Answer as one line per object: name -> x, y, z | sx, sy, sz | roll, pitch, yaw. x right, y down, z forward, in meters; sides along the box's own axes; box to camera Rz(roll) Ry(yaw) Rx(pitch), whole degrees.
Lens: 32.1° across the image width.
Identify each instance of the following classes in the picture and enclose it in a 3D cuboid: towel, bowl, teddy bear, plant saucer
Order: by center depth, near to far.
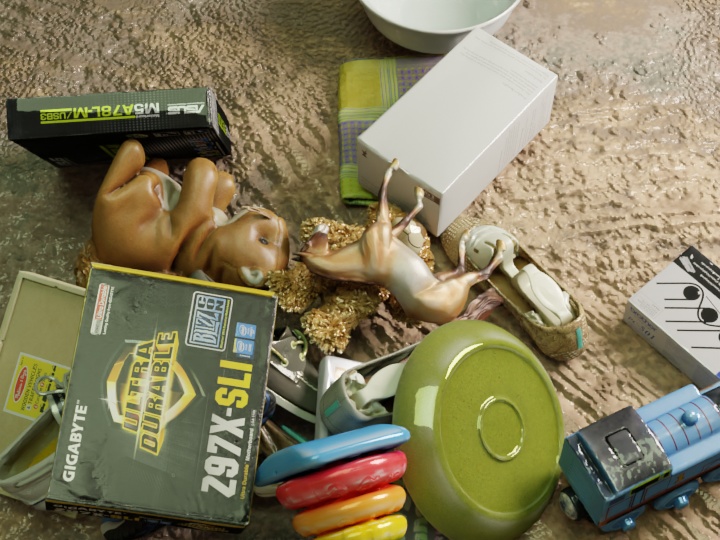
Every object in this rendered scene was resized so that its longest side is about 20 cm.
plant saucer -> 0.114, 0.139, 1.088 | 0.200, 0.031, 0.200 | 10, 73, -36
teddy bear -> 0.000, 0.000, 1.197 | 0.200, 0.067, 0.145 | -17, 58, -31
towel -> 0.046, -0.155, 1.351 | 0.144, 0.023, 0.200 | 0, 58, 1
bowl -> 0.088, -0.310, 1.405 | 0.201, 0.090, 0.201 | -1, 57, 2

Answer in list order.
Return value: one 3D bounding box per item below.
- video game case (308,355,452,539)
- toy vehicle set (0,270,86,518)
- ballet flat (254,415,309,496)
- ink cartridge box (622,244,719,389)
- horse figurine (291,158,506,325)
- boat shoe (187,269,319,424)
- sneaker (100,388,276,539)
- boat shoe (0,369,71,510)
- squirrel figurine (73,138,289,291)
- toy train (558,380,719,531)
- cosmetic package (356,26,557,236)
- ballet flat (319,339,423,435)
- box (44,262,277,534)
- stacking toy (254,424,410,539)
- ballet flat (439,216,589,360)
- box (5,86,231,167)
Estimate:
video game case -> 0.046, 0.183, 1.105 | 0.182, 0.023, 0.200 | 13, 57, -16
toy vehicle set -> -0.281, 0.112, 1.142 | 0.124, 0.027, 0.200 | 17, 89, 12
ballet flat -> -0.091, 0.159, 1.137 | 0.200, 0.068, 0.072 | 38, 84, 12
ink cartridge box -> 0.356, 0.074, 1.186 | 0.094, 0.044, 0.200 | -38, 65, -18
horse figurine -> 0.053, -0.007, 1.159 | 0.200, 0.050, 0.133 | 38, 67, -11
boat shoe -> -0.085, 0.074, 1.143 | 0.202, 0.072, 0.060 | 34, 96, -13
sneaker -> -0.162, 0.159, 1.104 | 0.077, 0.076, 0.200 | 45, 97, 15
boat shoe -> -0.240, 0.117, 1.068 | 0.202, 0.086, 0.075 | -41, 46, 9
squirrel figurine -> -0.171, -0.009, 1.223 | 0.187, 0.142, 0.200 | 26, 81, 2
toy train -> 0.266, 0.158, 1.096 | 0.200, 0.114, 0.087 | -23, 61, -11
cosmetic package -> 0.099, -0.145, 1.285 | 0.113, 0.081, 0.200 | 37, 67, 21
ballet flat -> 0.055, 0.094, 1.110 | 0.200, 0.064, 0.067 | -21, 69, -33
box -> -0.159, 0.104, 1.017 | 0.160, 0.049, 0.200 | 11, 67, -10
stacking toy -> 0.002, 0.229, 0.993 | 0.110, 0.116, 0.200 | -9, 76, -32
ballet flat -> 0.153, 0.002, 1.225 | 0.071, 0.065, 0.200 | -35, 64, -20
box -> -0.234, -0.141, 1.254 | 0.193, 0.200, 0.048 | -6, 87, -2
